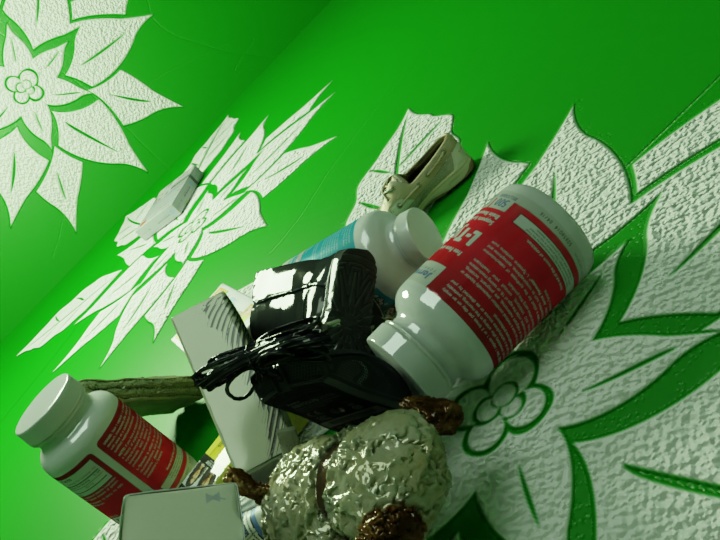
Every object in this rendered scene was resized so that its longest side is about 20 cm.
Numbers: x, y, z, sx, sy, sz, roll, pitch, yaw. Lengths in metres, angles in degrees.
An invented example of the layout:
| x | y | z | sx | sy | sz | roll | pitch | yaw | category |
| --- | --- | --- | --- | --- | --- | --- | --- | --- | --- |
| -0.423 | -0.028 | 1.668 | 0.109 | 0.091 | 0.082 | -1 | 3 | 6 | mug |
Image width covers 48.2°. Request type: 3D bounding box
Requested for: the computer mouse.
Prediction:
| x | y | z | sx | sy | sz | roll | pitch | yaw | category |
| --- | --- | --- | --- | --- | --- | --- | --- | --- | --- |
| -0.025 | 0.086 | 0.668 | 0.138 | 0.200 | 0.053 | -22 | 53 | 32 | computer mouse |

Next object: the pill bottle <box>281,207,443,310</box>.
| x | y | z | sx | sy | sz | roll | pitch | yaw | category |
| --- | --- | --- | --- | --- | --- | --- | --- | --- | --- |
| 0.000 | 0.000 | 0.960 | 0.200 | 0.111 | 0.111 | -29 | 27 | 32 | pill bottle |

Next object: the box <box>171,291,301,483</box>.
| x | y | z | sx | sy | sz | roll | pitch | yaw | category |
| --- | --- | --- | --- | --- | --- | --- | --- | --- | --- |
| -0.129 | 0.128 | 0.858 | 0.068 | 0.082 | 0.200 | -28 | 63 | -6 | box |

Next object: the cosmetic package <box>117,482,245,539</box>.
| x | y | z | sx | sy | sz | roll | pitch | yaw | category |
| --- | --- | --- | --- | --- | --- | --- | --- | --- | --- |
| -0.127 | 0.270 | 0.598 | 0.087 | 0.201 | 0.103 | -3 | 26 | -11 | cosmetic package |

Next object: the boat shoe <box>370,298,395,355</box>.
| x | y | z | sx | sy | sz | roll | pitch | yaw | category |
| --- | --- | --- | --- | --- | --- | --- | --- | --- | --- |
| 0.025 | 0.084 | 0.829 | 0.060 | 0.074 | 0.200 | -36 | 28 | 18 | boat shoe |

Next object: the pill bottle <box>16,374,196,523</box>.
| x | y | z | sx | sy | sz | roll | pitch | yaw | category |
| --- | --- | --- | --- | --- | --- | --- | --- | --- | --- |
| -0.299 | 0.217 | 0.955 | 0.112 | 0.200 | 0.112 | -35 | 25 | 19 | pill bottle |

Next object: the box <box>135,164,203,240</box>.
| x | y | z | sx | sy | sz | roll | pitch | yaw | category |
| --- | --- | --- | --- | --- | --- | --- | --- | --- | --- |
| -0.517 | -0.186 | 2.191 | 0.156 | 0.041 | 0.200 | -31 | 26 | 29 | box |

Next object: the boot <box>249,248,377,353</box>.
| x | y | z | sx | sy | sz | roll | pitch | yaw | category |
| --- | --- | --- | --- | --- | --- | --- | --- | --- | --- |
| -0.067 | 0.065 | 0.849 | 0.200 | 0.066 | 0.165 | -11 | 58 | 54 | boot |

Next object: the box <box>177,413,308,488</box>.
| x | y | z | sx | sy | sz | roll | pitch | yaw | category |
| --- | --- | --- | --- | --- | --- | --- | --- | --- | --- |
| -0.119 | 0.191 | 0.914 | 0.200 | 0.050 | 0.075 | -51 | 24 | -15 | box |

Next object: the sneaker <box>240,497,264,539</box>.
| x | y | z | sx | sy | sz | roll | pitch | yaw | category |
| --- | --- | --- | --- | --- | --- | --- | --- | --- | --- |
| -0.088 | 0.248 | 0.768 | 0.200 | 0.076 | 0.077 | -20 | 63 | 35 | sneaker |

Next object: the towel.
| x | y | z | sx | sy | sz | roll | pitch | yaw | category |
| --- | --- | --- | --- | --- | --- | --- | --- | --- | --- |
| -0.311 | 0.173 | 1.095 | 0.148 | 0.199 | 0.037 | -33 | 63 | 51 | towel |

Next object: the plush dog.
| x | y | z | sx | sy | sz | roll | pitch | yaw | category |
| --- | --- | --- | --- | --- | --- | --- | --- | --- | --- |
| 0.000 | 0.165 | 0.606 | 0.172 | 0.160 | 0.200 | -39 | 20 | 40 | plush dog |

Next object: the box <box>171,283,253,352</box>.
| x | y | z | sx | sy | sz | roll | pitch | yaw | category |
| --- | --- | --- | --- | --- | --- | --- | --- | --- | --- |
| -0.156 | 0.102 | 1.056 | 0.113 | 0.101 | 0.200 | -49 | 24 | -11 | box |

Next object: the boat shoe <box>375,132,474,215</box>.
| x | y | z | sx | sy | sz | roll | pitch | yaw | category |
| --- | --- | --- | --- | --- | --- | --- | --- | --- | --- |
| 0.059 | -0.105 | 1.094 | 0.200 | 0.065 | 0.072 | -39 | 24 | 11 | boat shoe |

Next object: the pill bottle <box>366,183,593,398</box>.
| x | y | z | sx | sy | sz | roll | pitch | yaw | category |
| --- | --- | --- | --- | --- | --- | --- | --- | --- | --- |
| 0.105 | 0.025 | 0.728 | 0.200 | 0.112 | 0.112 | -43 | 23 | -12 | pill bottle |
